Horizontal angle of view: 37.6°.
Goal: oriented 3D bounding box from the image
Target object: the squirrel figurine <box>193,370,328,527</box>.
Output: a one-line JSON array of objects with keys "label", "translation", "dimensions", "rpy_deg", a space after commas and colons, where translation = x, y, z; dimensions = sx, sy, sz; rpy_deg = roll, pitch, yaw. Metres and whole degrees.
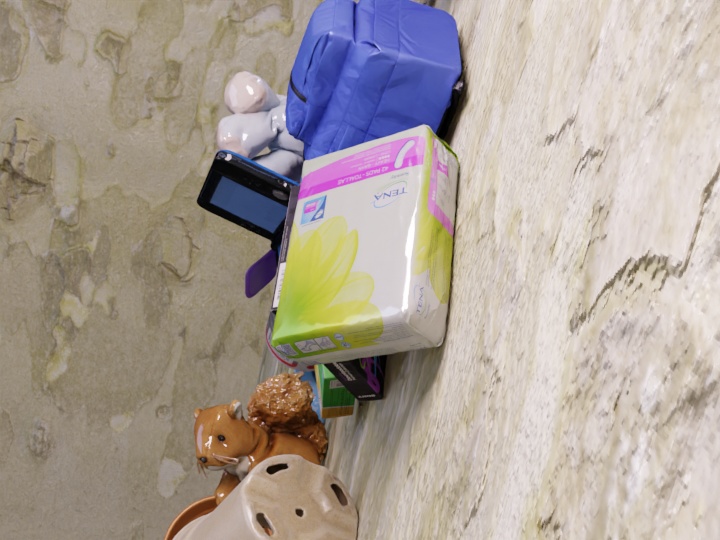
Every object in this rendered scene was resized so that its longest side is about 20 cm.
[{"label": "squirrel figurine", "translation": [-0.136, 0.229, 1.421], "dimensions": [0.141, 0.187, 0.201], "rpy_deg": [-18, 33, 48]}]

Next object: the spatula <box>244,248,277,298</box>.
[{"label": "spatula", "translation": [-0.071, -0.023, 1.351], "dimensions": [0.021, 0.198, 0.057], "rpy_deg": [42, 143, 32]}]

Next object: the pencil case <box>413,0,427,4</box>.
[{"label": "pencil case", "translation": [0.058, -0.357, 1.295], "dimensions": [0.090, 0.077, 0.202], "rpy_deg": [59, 143, 43]}]

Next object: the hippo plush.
[{"label": "hippo plush", "translation": [-0.056, -0.152, 1.251], "dimensions": [0.199, 0.159, 0.162], "rpy_deg": [0, -88, -56]}]

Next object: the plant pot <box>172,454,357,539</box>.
[{"label": "plant pot", "translation": [-0.097, 0.306, 1.144], "dimensions": [0.202, 0.198, 0.184], "rpy_deg": [-87, 23, -47]}]

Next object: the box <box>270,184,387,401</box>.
[{"label": "box", "translation": [-0.022, 0.027, 1.081], "dimensions": [0.200, 0.036, 0.145], "rpy_deg": [50, -142, -47]}]

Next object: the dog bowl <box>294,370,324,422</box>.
[{"label": "dog bowl", "translation": [-0.075, 0.165, 1.619], "dimensions": [0.112, 0.049, 0.203], "rpy_deg": [117, 162, -63]}]

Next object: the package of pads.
[{"label": "package of pads", "translation": [0.010, -0.021, 0.942], "dimensions": [0.153, 0.068, 0.203], "rpy_deg": [-12, 57, 33]}]

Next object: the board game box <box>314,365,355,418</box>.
[{"label": "board game box", "translation": [-0.038, 0.054, 1.244], "dimensions": [0.154, 0.040, 0.203], "rpy_deg": [97, 165, -65]}]

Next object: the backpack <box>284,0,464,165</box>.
[{"label": "backpack", "translation": [0.005, -0.166, 1.084], "dimensions": [0.163, 0.165, 0.202], "rpy_deg": [-79, 7, -55]}]

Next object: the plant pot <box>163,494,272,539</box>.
[{"label": "plant pot", "translation": [-0.239, 0.513, 1.853], "dimensions": [0.141, 0.196, 0.203], "rpy_deg": [84, -169, -57]}]

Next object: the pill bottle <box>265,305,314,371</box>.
[{"label": "pill bottle", "translation": [-0.064, 0.043, 1.479], "dimensions": [0.201, 0.112, 0.115], "rpy_deg": [112, 167, -51]}]

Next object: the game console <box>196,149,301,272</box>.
[{"label": "game console", "translation": [-0.114, -0.025, 1.186], "dimensions": [0.120, 0.169, 0.200], "rpy_deg": [-68, 10, -17]}]
